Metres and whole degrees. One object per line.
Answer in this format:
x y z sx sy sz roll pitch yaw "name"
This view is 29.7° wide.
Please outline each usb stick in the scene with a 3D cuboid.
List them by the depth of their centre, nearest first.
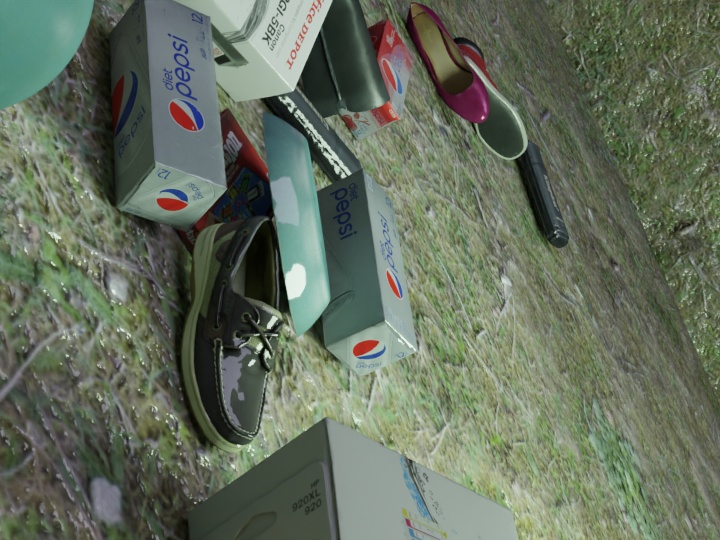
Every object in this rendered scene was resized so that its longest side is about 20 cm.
-0.060 -0.162 1.449 0.200 0.033 0.056 49 26 -35 "usb stick"
0.307 -0.132 2.292 0.055 0.033 0.201 35 35 -55 "usb stick"

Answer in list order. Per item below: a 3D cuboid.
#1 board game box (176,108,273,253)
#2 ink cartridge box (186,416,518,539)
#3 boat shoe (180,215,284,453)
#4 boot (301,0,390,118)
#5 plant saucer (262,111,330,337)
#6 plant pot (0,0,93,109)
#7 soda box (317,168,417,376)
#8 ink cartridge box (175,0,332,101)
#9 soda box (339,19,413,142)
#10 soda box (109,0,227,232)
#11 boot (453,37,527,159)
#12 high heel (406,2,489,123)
-0.121 -0.068 1.208 0.103 0.019 0.200 57 22 -16 "board game box"
0.002 0.224 0.926 0.200 0.147 0.145 30 35 -35 "ink cartridge box"
-0.094 0.041 1.058 0.072 0.066 0.202 34 41 -42 "boat shoe"
-0.001 -0.269 1.467 0.066 0.164 0.201 -49 133 -55 "boot"
-0.054 -0.043 1.198 0.200 0.036 0.201 172 -90 -89 "plant saucer"
-0.249 -0.181 0.796 0.161 0.200 0.201 43 26 -72 "plant pot"
0.000 0.000 1.332 0.063 0.068 0.201 45 28 -43 "soda box"
-0.123 -0.281 1.292 0.200 0.083 0.147 46 53 -40 "ink cartridge box"
0.016 -0.239 1.686 0.070 0.063 0.200 55 23 -23 "soda box"
-0.159 -0.133 1.104 0.068 0.063 0.201 19 45 -33 "soda box"
0.206 -0.283 2.198 0.200 0.072 0.144 53 21 -18 "boot"
0.126 -0.309 2.029 0.200 0.067 0.096 57 6 24 "high heel"
